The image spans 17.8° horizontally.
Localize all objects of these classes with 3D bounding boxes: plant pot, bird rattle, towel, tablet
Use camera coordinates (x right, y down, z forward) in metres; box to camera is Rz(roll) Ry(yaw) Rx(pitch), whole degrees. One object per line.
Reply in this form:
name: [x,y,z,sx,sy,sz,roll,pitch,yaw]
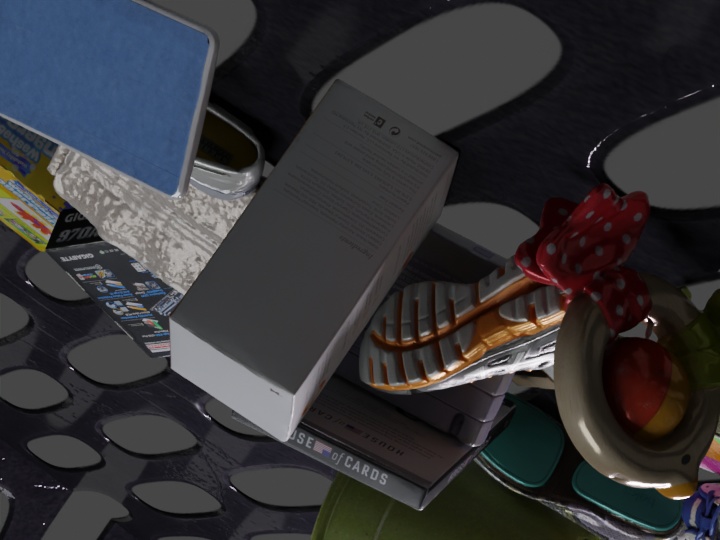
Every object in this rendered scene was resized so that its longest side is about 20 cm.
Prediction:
plant pot: [0.091,0.231,1.823,0.190,0.200,0.200,19,158,31]
bird rattle: [0.172,0.046,1.386,0.113,0.163,0.200,-9,146,41]
towel: [-0.143,-0.056,1.761,0.200,0.034,0.133,36,132,5]
tablet: [-0.190,-0.144,1.625,0.200,0.130,0.014,26,-154,24]

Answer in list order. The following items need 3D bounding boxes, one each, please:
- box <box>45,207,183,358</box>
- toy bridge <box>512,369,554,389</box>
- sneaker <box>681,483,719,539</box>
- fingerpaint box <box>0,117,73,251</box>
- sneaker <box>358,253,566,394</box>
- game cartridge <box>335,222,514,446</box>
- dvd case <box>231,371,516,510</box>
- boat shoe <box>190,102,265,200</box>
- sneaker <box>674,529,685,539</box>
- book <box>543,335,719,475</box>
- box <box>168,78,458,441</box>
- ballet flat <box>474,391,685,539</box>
box: [-0.134,0.002,1.884,0.200,0.046,0.159,-8,139,34]
toy bridge: [0.136,0.075,1.726,0.200,0.027,0.067,40,162,-22]
sneaker: [0.265,0.190,1.624,0.088,0.075,0.200,21,180,12]
fingerpaint box: [-0.298,-0.100,1.977,0.200,0.073,0.167,40,163,-24]
sneaker: [0.088,0.044,1.549,0.200,0.078,0.077,-19,145,29]
game cartridge: [0.025,0.023,1.634,0.200,0.130,0.038,28,-170,20]
dvd case: [0.013,0.100,1.647,0.150,0.025,0.200,25,-159,14]
boat shoe: [-0.158,-0.120,1.664,0.202,0.075,0.086,32,163,-2]
sneaker: [0.181,0.192,1.893,0.200,0.075,0.115,25,160,15]
book: [0.222,0.102,1.616,0.200,0.048,0.134,21,163,39]
box: [-0.032,-0.005,1.526,0.097,0.200,0.124,32,162,6]
ballet flat: [0.151,0.159,1.756,0.200,0.072,0.072,29,163,9]
